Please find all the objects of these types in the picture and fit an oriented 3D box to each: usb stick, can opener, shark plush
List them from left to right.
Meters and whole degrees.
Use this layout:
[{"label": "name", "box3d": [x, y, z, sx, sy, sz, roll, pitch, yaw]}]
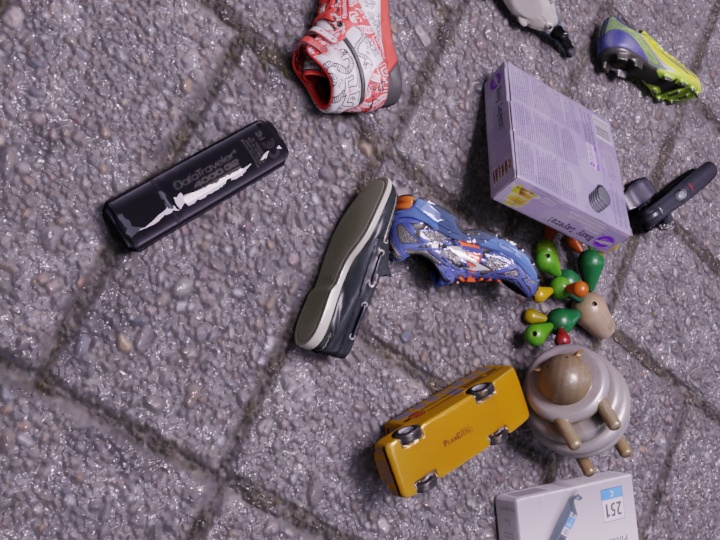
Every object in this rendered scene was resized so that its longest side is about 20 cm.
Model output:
[{"label": "usb stick", "box3d": [-0.157, -0.086, 0.770, 0.199, 0.033, 0.056, -36, 96, -28]}, {"label": "shark plush", "box3d": [0.227, -0.361, 1.007, 0.199, 0.091, 0.084, 35, 39, -18]}, {"label": "can opener", "box3d": [0.443, -0.110, 1.109, 0.199, 0.063, 0.080, -26, 98, -29]}]

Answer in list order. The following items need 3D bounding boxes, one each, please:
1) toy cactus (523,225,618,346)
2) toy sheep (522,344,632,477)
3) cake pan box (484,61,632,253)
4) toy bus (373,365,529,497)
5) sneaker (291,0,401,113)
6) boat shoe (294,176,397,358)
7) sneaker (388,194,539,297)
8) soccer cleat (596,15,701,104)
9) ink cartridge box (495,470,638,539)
[{"label": "toy cactus", "box3d": [0.279, 0.024, 0.992, 0.165, 0.102, 0.202, 44, 57, -30]}, {"label": "toy sheep", "box3d": [0.256, 0.161, 0.931, 0.139, 0.137, 0.201, -59, 145, -21]}, {"label": "cake pan box", "box3d": [0.236, -0.141, 0.956, 0.183, 0.052, 0.202, 22, 51, -27]}, {"label": "toy bus", "box3d": [0.098, 0.172, 0.868, 0.198, 0.078, 0.066, -24, 98, -30]}, {"label": "sneaker", "box3d": [-0.026, -0.269, 0.845, 0.107, 0.067, 0.204, -17, 97, -33]}, {"label": "boat shoe", "box3d": [0.001, 0.000, 0.831, 0.066, 0.074, 0.201, 31, 71, -26]}, {"label": "sneaker", "box3d": [0.114, -0.012, 0.902, 0.198, 0.075, 0.079, 25, 84, -10]}, {"label": "soccer cleat", "box3d": [0.413, -0.297, 1.110, 0.198, 0.064, 0.085, 15, 71, -29]}, {"label": "ink cartridge box", "box3d": [0.260, 0.352, 0.968, 0.198, 0.045, 0.179, -2, 85, -30]}]
